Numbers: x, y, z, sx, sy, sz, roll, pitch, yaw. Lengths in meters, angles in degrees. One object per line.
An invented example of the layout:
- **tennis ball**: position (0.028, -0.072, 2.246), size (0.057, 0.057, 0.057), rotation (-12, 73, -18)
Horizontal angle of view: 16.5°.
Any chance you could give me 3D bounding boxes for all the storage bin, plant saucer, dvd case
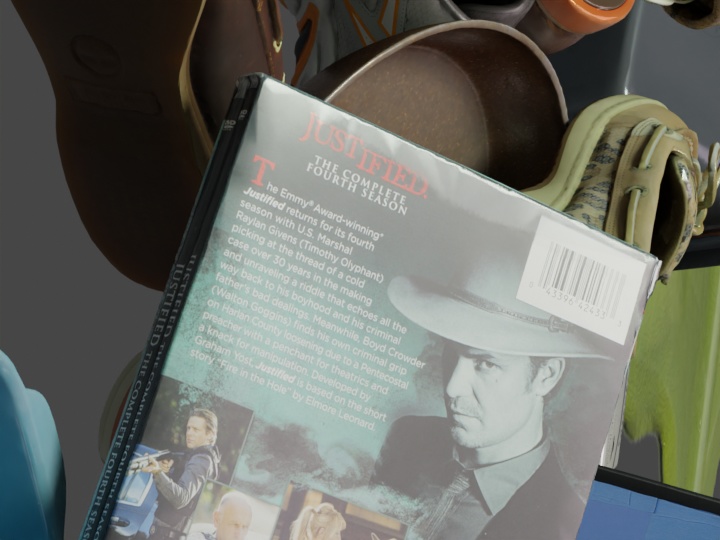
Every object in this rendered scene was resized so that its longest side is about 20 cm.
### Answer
- **storage bin**: position (0.141, -0.119, 1.243), size (0.134, 0.145, 0.201), rotation (32, 63, -40)
- **plant saucer**: position (0.000, 0.000, 0.882), size (0.200, 0.034, 0.201), rotation (-34, 138, -37)
- **dvd case**: position (-0.002, 0.063, 0.704), size (0.146, 0.022, 0.201), rotation (23, 79, -25)

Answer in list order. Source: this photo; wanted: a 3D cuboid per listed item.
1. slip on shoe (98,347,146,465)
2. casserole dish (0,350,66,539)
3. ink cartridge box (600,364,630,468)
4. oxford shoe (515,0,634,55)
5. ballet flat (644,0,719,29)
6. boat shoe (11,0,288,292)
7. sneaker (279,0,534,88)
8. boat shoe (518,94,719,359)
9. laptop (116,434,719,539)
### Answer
- **slip on shoe**: position (-0.001, 0.050, 0.833), size (0.200, 0.061, 0.074), rotation (-5, 117, -53)
- **casserole dish**: position (-0.129, 0.104, 0.612), size (0.200, 0.039, 0.121), rotation (-62, 152, -48)
- **ink cartridge box**: position (0.079, 0.016, 1.094), size (0.200, 0.082, 0.147), rotation (12, 84, -82)
- **oxford shoe**: position (0.075, -0.191, 1.124), size (0.071, 0.073, 0.201), rotation (16, 62, -32)
- **ballet flat**: position (0.094, -0.131, 0.828), size (0.067, 0.068, 0.200), rotation (-46, 146, 6)
- **boat shoe**: position (-0.060, -0.084, 0.716), size (0.200, 0.070, 0.070), rotation (88, 25, -49)
- **sneaker**: position (0.022, -0.082, 0.926), size (0.200, 0.092, 0.076), rotation (78, 25, -45)
- **boat shoe**: position (0.095, -0.010, 0.896), size (0.200, 0.062, 0.074), rotation (-45, 142, -58)
- **laptop**: position (0.008, 0.143, 0.756), size (0.200, 0.103, 0.178), rotation (0, 109, -51)
